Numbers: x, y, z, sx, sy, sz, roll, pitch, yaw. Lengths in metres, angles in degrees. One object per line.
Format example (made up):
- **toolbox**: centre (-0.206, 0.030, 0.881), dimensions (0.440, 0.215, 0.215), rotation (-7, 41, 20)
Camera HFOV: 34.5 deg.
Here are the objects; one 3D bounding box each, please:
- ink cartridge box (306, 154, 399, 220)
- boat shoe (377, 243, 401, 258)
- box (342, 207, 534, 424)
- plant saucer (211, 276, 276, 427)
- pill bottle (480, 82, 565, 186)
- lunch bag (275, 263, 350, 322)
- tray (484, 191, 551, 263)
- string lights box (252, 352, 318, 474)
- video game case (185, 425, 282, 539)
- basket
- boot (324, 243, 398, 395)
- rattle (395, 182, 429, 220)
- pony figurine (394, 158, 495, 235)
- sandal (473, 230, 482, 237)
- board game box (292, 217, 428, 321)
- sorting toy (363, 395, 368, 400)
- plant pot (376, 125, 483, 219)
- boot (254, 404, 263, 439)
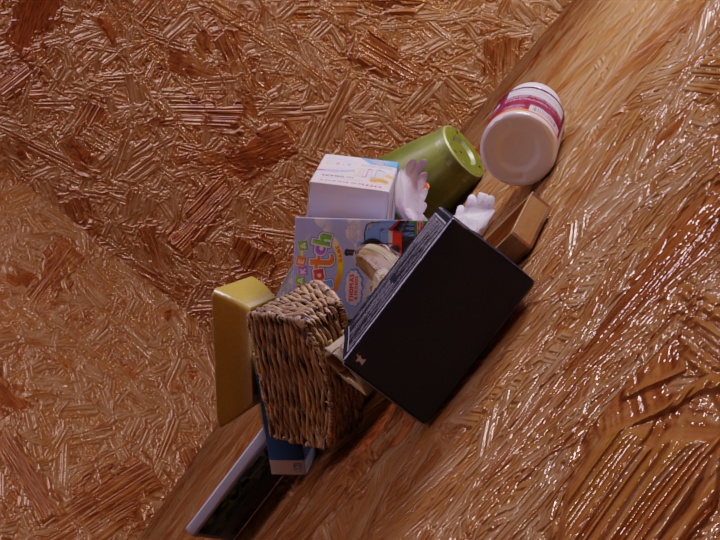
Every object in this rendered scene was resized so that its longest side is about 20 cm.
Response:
- **ink cartridge box**: centre (-0.013, -0.094, 1.826), dimensions (0.200, 0.128, 0.126), rotation (-72, -12, -70)
- **boat shoe**: centre (0.042, 0.047, 1.604), dimensions (0.072, 0.072, 0.201), rotation (-21, 47, 24)
- **box**: centre (0.082, 0.046, 1.320), dimensions (0.200, 0.123, 0.198), rotation (-53, 3, 6)
- **plant saucer**: centre (-0.164, 0.117, 1.731), dimensions (0.200, 0.048, 0.201), rotation (-25, -67, -77)
- **pill bottle**: centre (0.251, -0.214, 1.763), dimensions (0.114, 0.114, 0.200), rotation (-49, 5, 28)
- **lunch bag**: centre (-0.062, 0.077, 1.853), dimensions (0.200, 0.117, 0.164), rotation (-54, 38, 0)
- **tray**: centre (0.164, -0.007, 1.501), dimensions (0.200, 0.037, 0.099), rotation (-49, 5, 43)
- **string lights box**: centre (-0.108, 0.193, 1.732), dimensions (0.103, 0.059, 0.201), rotation (-62, -32, -64)
- **video game case**: centre (-0.179, 0.340, 1.837), dimensions (0.200, 0.022, 0.182), rotation (-52, -19, -4)
- **basket**: centre (-0.047, 0.126, 1.601), dimensions (0.142, 0.201, 0.149), rotation (3, 19, 41)
- **boot**: centre (0.011, 0.062, 1.504), dimensions (0.155, 0.200, 0.073), rotation (-37, -41, -8)
- **rattle**: centre (0.067, -0.039, 1.956), dimensions (0.143, 0.130, 0.201), rotation (-35, -31, -62)
- **pony figurine**: centre (0.109, -0.052, 1.841), dimensions (0.200, 0.166, 0.194), rotation (118, 172, -59)
- **sandal**: centre (0.128, 0.001, 1.671), dimensions (0.200, 0.075, 0.048), rotation (-45, -24, -54)
- **board game box**: centre (0.000, 0.000, 1.714), dimensions (0.037, 0.199, 0.152), rotation (39, -128, -82)
- **sorting toy**: centre (0.012, 0.155, 1.797), dimensions (0.185, 0.036, 0.200), rotation (-54, 0, -30)
- **plant pot**: centre (0.143, -0.192, 2.391), dimensions (0.193, 0.201, 0.201), rotation (-36, 11, 26)
- **boot**: centre (-0.164, 0.229, 2.001), dimensions (0.175, 0.066, 0.201), rotation (-62, -31, -69)
